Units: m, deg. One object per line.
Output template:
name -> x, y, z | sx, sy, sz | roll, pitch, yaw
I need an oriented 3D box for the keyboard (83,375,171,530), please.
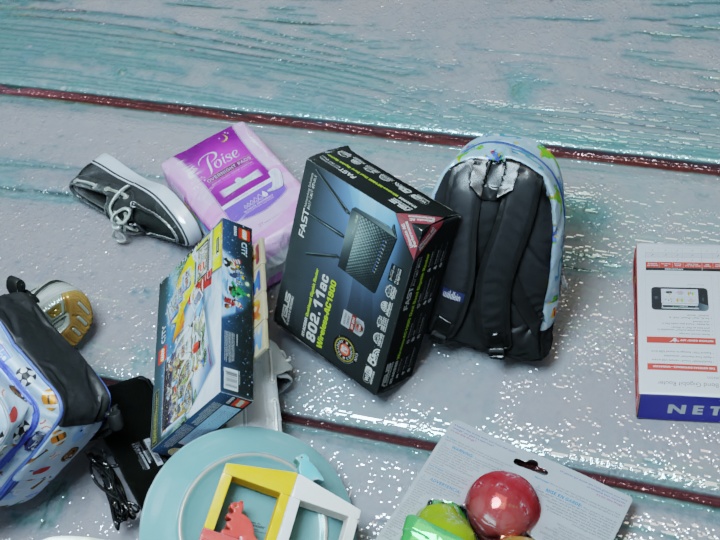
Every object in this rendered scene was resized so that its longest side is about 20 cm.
keyboard -> -0.219, 0.195, 1.066 | 0.104, 0.040, 0.200 | -14, 48, -31

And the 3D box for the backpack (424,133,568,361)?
backpack -> 0.131, -0.034, 1.062 | 0.162, 0.201, 0.154 | 12, 38, 20

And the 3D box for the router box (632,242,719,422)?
router box -> 0.368, 0.059, 1.043 | 0.199, 0.049, 0.180 | 2, 54, 12

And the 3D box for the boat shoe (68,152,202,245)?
boat shoe -> -0.265, -0.072, 1.236 | 0.199, 0.074, 0.068 | 34, 61, 30

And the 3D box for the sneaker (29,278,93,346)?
sneaker -> -0.382, 0.085, 1.156 | 0.200, 0.076, 0.088 | -37, 36, -16

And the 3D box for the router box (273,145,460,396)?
router box -> 0.000, 0.000, 1.059 | 0.150, 0.201, 0.062 | 33, 35, 30

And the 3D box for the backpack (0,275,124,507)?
backpack -> -0.356, 0.138, 1.022 | 0.200, 0.154, 0.191 | 47, 115, 23

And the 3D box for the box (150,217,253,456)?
box -> -0.156, 0.066, 1.063 | 0.038, 0.137, 0.201 | 20, 48, -30

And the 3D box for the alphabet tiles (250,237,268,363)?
alphabet tiles -> -0.140, 0.064, 1.083 | 0.006, 0.166, 0.201 | 20, 45, -30

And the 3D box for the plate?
plate -> -0.097, 0.233, 0.964 | 0.199, 0.026, 0.201 | 7, 62, -13

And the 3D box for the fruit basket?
fruit basket -> 0.117, 0.240, 0.946 | 0.185, 0.094, 0.200 | 21, 44, 23

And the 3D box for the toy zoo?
toy zoo -> -0.079, 0.254, 0.932 | 0.131, 0.020, 0.201 | 20, 60, -5

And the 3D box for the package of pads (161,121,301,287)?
package of pads -> -0.126, -0.073, 1.213 | 0.120, 0.076, 0.200 | -30, 54, -16

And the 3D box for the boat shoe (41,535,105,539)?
boat shoe -> -0.198, 0.283, 0.964 | 0.201, 0.060, 0.072 | 10, 56, -6

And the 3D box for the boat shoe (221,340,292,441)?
boat shoe -> -0.103, 0.108, 1.083 | 0.068, 0.072, 0.201 | 5, 46, -11
